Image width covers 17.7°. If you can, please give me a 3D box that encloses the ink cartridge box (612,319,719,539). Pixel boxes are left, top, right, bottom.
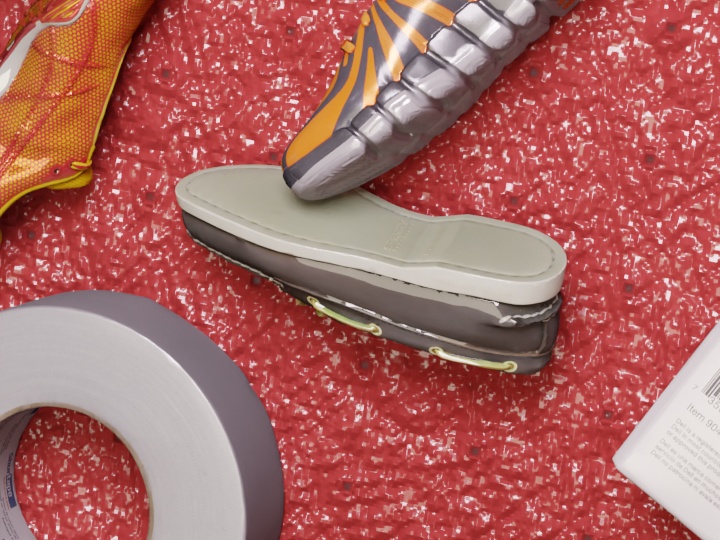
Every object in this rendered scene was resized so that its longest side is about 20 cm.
[{"bbox_3d":[0.233,0.049,1.037,0.145,0.084,0.200,39,106,8],"label":"ink cartridge box"}]

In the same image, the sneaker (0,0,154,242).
[{"bbox_3d":[-0.149,-0.089,1.150,0.077,0.073,0.200,37,111,-14],"label":"sneaker"}]

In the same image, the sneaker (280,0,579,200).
[{"bbox_3d":[0.020,-0.130,1.087,0.200,0.078,0.112,-42,80,3],"label":"sneaker"}]

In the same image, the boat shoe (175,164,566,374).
[{"bbox_3d":[0.000,0.000,1.106,0.200,0.072,0.061,16,124,21],"label":"boat shoe"}]

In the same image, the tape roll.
[{"bbox_3d":[-0.142,0.113,1.165,0.199,0.066,0.202,2,98,15],"label":"tape roll"}]
